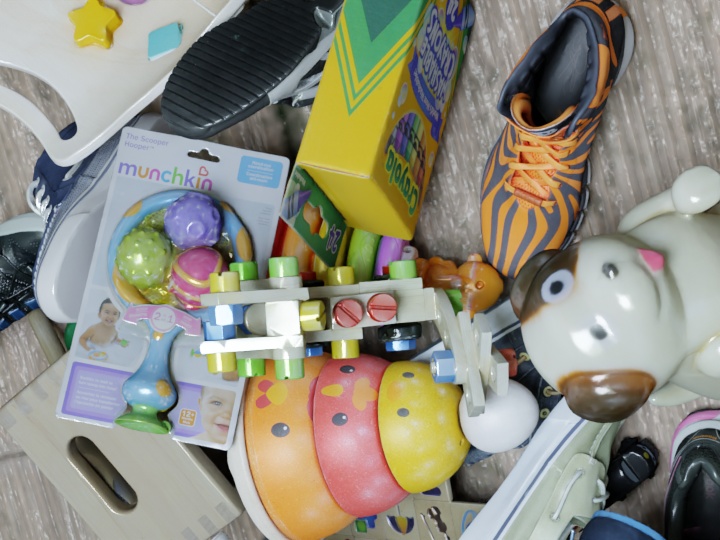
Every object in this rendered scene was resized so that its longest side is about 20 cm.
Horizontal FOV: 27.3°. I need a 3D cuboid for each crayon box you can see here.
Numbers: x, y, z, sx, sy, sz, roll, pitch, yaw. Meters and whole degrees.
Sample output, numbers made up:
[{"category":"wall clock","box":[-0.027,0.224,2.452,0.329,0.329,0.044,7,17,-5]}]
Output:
[{"category":"crayon box","box":[0.016,-0.104,0.942,0.051,0.126,0.201,13,78,17]}]

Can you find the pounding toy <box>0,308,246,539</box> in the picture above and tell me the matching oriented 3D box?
[{"category":"pounding toy","box":[-0.170,0.097,1.077,0.142,0.184,0.200,-38,95,22]}]

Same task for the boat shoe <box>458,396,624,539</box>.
[{"category":"boat shoe","box":[0.131,0.148,0.986,0.062,0.072,0.200,34,81,20]}]

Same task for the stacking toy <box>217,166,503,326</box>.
[{"category":"stacking toy","box":[0.000,0.000,1.027,0.199,0.110,0.116,6,81,10]}]

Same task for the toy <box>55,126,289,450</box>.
[{"category":"toy","box":[-0.120,0.006,0.954,0.115,0.047,0.201,11,78,-2]}]

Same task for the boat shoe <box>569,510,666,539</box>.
[{"category":"boat shoe","box":[0.169,0.228,0.967,0.084,0.069,0.200,22,151,27]}]

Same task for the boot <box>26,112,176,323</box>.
[{"category":"boot","box":[-0.201,-0.037,1.052,0.090,0.200,0.073,-1,129,24]}]

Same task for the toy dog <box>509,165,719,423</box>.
[{"category":"toy dog","box":[0.187,0.019,0.901,0.194,0.200,0.140,-48,56,49]}]

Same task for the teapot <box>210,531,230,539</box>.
[{"category":"teapot","box":[-0.040,0.285,1.042,0.146,0.197,0.200,37,113,37]}]

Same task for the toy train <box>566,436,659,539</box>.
[{"category":"toy train","box":[0.129,0.186,1.044,0.200,0.046,0.034,-43,85,22]}]

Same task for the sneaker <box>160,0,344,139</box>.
[{"category":"sneaker","box":[-0.044,-0.136,0.974,0.074,0.200,0.089,33,154,29]}]

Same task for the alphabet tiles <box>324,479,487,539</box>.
[{"category":"alphabet tiles","box":[0.039,0.228,1.076,0.166,0.006,0.201,-4,100,42]}]

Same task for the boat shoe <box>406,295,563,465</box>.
[{"category":"boat shoe","box":[0.127,0.054,1.009,0.200,0.071,0.091,-34,89,30]}]

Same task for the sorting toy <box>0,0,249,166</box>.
[{"category":"sorting toy","box":[-0.191,-0.172,1.022,0.200,0.107,0.180,37,85,10]}]

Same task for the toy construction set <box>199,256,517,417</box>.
[{"category":"toy construction set","box":[-0.003,0.032,0.918,0.199,0.131,0.092,10,86,-9]}]

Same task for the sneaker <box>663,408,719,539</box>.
[{"category":"sneaker","box":[0.231,0.199,0.988,0.080,0.086,0.201,-8,99,23]}]

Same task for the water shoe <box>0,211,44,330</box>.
[{"category":"water shoe","box":[-0.282,0.029,1.133,0.200,0.079,0.071,-31,129,33]}]

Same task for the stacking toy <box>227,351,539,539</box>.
[{"category":"stacking toy","box":[0.024,0.102,0.989,0.199,0.146,0.147,-13,96,23]}]

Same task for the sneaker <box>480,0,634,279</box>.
[{"category":"sneaker","box":[0.112,-0.081,0.959,0.077,0.112,0.201,19,109,16]}]
